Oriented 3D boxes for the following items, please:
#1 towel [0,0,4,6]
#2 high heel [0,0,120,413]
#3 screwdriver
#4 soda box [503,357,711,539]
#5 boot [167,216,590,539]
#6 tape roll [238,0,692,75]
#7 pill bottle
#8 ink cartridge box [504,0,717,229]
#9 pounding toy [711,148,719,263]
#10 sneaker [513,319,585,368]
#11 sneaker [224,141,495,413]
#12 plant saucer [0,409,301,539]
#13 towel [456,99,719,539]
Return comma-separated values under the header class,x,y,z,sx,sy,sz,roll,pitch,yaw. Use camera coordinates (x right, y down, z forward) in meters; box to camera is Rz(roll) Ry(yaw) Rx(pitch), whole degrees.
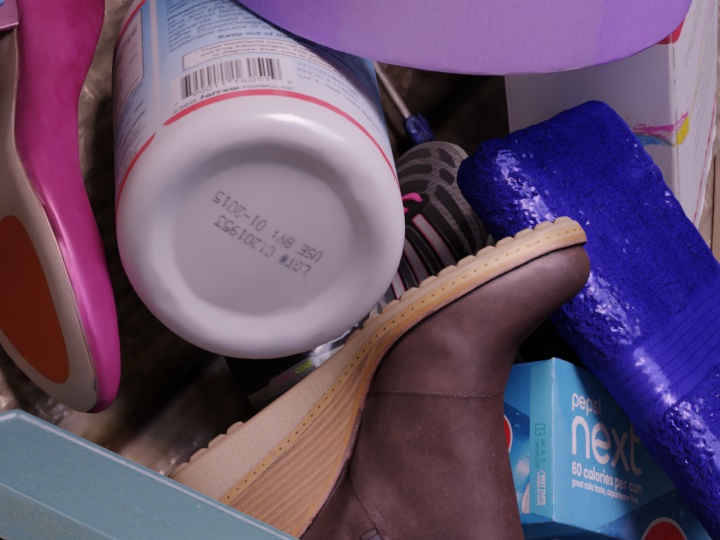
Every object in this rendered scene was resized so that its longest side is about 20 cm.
class,x,y,z,sx,sy,sz,roll,pitch,yaw
towel,-0.225,-0.151,0.961,0.111,0.049,0.200,-31,80,-39
high heel,-0.108,-0.038,1.014,0.096,0.067,0.201,-6,64,-37
screwdriver,0.016,-0.086,1.213,0.028,0.029,0.201,-29,91,-52
soda box,0.103,0.090,1.108,0.200,0.064,0.068,20,65,-54
boot,0.043,0.095,0.995,0.167,0.200,0.072,53,3,6
tape roll,0.038,-0.151,1.036,0.199,0.066,0.200,5,31,-3
pill bottle,-0.045,-0.061,1.040,0.109,0.109,0.200,35,23,-24
ink cartridge box,0.119,-0.108,1.213,0.148,0.085,0.201,-72,163,-46
pounding toy,0.293,0.023,1.343,0.184,0.142,0.201,34,42,-25
sneaker,0.153,0.048,1.213,0.199,0.090,0.067,25,54,-33
sneaker,0.000,0.000,1.100,0.087,0.074,0.200,47,43,-21
plant saucer,-0.071,0.091,0.894,0.070,0.199,0.019,-13,118,-53
towel,0.127,0.018,1.084,0.200,0.049,0.148,53,19,3
